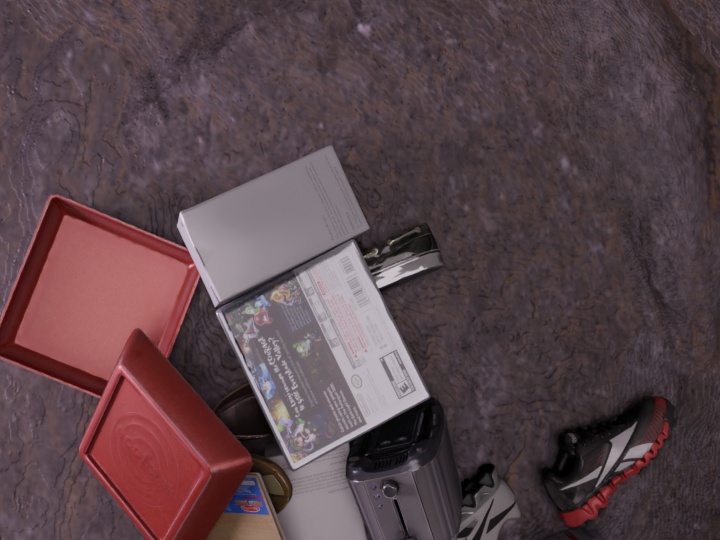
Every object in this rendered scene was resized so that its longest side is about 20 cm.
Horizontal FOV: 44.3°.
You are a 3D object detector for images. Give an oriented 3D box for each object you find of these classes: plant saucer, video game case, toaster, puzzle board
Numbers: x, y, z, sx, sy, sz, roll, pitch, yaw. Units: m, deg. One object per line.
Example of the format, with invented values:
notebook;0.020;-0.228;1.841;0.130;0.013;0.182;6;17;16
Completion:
plant saucer;-0.228;0.202;0.968;0.199;0.037;0.201;44;123;17
video game case;-0.042;0.095;1.007;0.179;0.023;0.203;-27;88;-3
toaster;0.056;0.237;1.021;0.112;0.200;0.131;-14;103;12
puzzle board;-0.158;0.292;1.000;0.197;0.017;0.153;-9;106;36
plant saucer;-0.308;0.040;1.050;0.197;0.037;0.203;22;88;-6

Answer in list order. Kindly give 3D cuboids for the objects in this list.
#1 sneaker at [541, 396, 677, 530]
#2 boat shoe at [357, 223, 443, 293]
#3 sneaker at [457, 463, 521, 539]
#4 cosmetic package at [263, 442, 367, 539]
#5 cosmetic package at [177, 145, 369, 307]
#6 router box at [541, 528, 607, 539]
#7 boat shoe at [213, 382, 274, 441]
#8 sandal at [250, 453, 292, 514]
sneaker;0.301;0.219;1.089;0.200;0.071;0.098;-44;96;-2
boat shoe;0.000;0.000;1.066;0.197;0.071;0.065;-20;81;-6
sneaker;0.115;0.336;1.070;0.199;0.074;0.089;-40;97;-8
cosmetic package;-0.047;0.303;1.050;0.105;0.085;0.204;-9;91;-5
cosmetic package;-0.102;-0.051;1.029;0.197;0.081;0.115;-24;89;-14
router box;0.221;0.370;1.017;0.176;0.200;0.050;-19;91;-5
boat shoe;-0.082;0.161;1.052;0.196;0.072;0.074;-10;91;-5
sandal;-0.145;0.247;1.015;0.054;0.199;0.081;-37;96;-47
